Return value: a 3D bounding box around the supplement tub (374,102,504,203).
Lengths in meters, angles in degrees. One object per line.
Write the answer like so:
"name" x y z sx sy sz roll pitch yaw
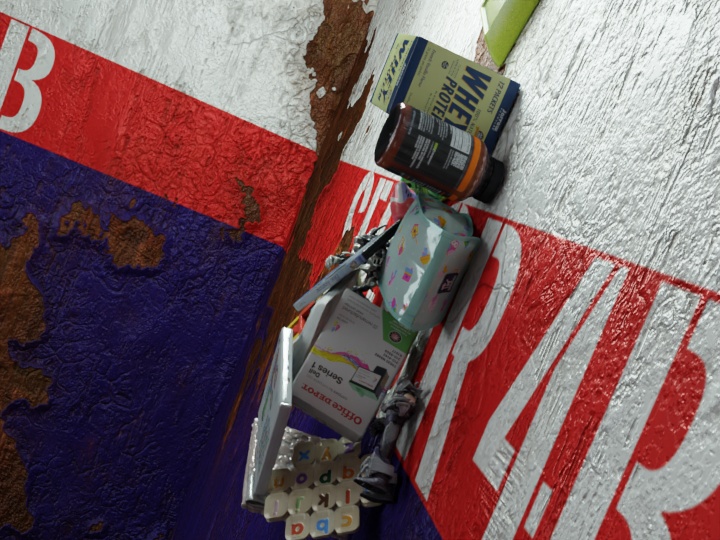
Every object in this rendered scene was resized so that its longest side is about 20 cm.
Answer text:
"supplement tub" 0.126 -0.176 1.353 0.108 0.197 0.108 -59 15 28

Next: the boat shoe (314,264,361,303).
"boat shoe" -0.055 0.067 1.711 0.074 0.067 0.204 7 81 63

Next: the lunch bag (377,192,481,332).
"lunch bag" 0.106 -0.011 1.365 0.200 0.120 0.173 -91 25 -72

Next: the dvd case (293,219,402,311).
"dvd case" -0.020 -0.009 1.484 0.199 0.018 0.143 -37 3 39

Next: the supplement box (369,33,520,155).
"supplement box" 0.141 -0.307 1.497 0.200 0.197 0.136 -117 49 -71

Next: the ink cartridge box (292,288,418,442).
"ink cartridge box" -0.014 0.158 1.423 0.202 0.143 0.084 -60 -4 -17

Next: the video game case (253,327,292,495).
"video game case" -0.142 0.228 1.403 0.184 0.023 0.203 -95 20 -54

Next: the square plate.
"square plate" -0.073 0.102 1.501 0.203 0.028 0.198 -65 -8 23

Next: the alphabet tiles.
"alphabet tiles" -0.056 0.346 1.376 0.197 0.196 0.015 -91 -12 -55

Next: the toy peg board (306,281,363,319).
"toy peg board" -0.044 0.159 1.831 0.198 0.097 0.203 -35 34 41

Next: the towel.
"towel" -0.102 0.352 1.477 0.193 0.197 0.033 -88 23 -54

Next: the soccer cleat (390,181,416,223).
"soccer cleat" 0.088 -0.123 1.626 0.200 0.065 0.078 -13 -83 -82

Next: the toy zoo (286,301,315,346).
"toy zoo" -0.123 0.140 1.860 0.200 0.020 0.132 -45 28 27

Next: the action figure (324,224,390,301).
"action figure" 0.000 0.000 1.624 0.118 0.101 0.204 -9 66 47

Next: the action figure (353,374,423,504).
"action figure" 0.045 0.248 1.321 0.131 0.068 0.203 98 -172 -57

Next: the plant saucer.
"plant saucer" 0.277 -0.507 1.583 0.202 0.047 0.201 -87 22 -52

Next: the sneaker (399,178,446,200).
"sneaker" 0.125 -0.170 1.610 0.200 0.082 0.075 149 141 -69

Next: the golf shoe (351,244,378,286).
"golf shoe" 0.034 -0.004 1.721 0.078 0.087 0.200 -66 16 5
